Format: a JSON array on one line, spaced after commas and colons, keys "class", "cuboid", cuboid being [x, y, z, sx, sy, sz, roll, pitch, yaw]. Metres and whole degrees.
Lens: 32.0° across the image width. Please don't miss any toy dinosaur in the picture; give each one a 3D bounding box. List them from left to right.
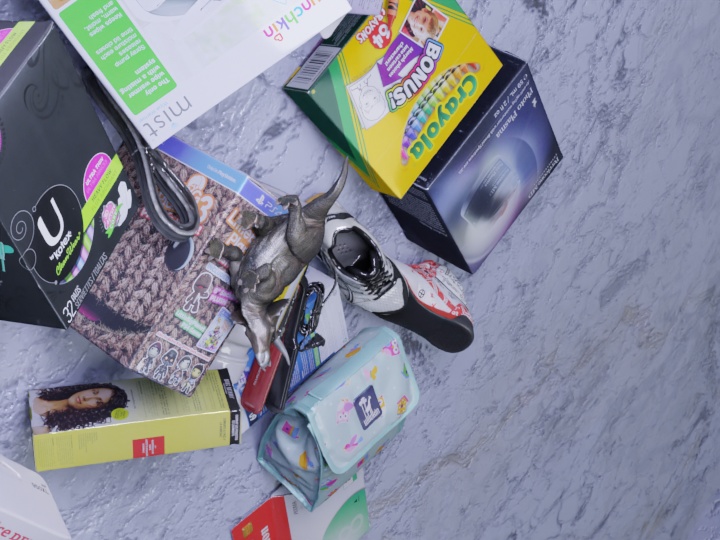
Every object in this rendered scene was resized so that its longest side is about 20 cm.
[{"class": "toy dinosaur", "cuboid": [-0.074, -0.018, 1.117, 0.200, 0.077, 0.102, -63, 157, -6]}]

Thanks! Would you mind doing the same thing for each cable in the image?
[{"class": "cable", "cuboid": [-0.185, -0.122, 1.092, 0.097, 0.200, 0.050, 17, 135, -44]}]

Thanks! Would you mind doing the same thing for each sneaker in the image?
[{"class": "sneaker", "cuboid": [0.000, 0.000, 1.436, 0.076, 0.088, 0.200, -45, 129, -1]}, {"class": "sneaker", "cuboid": [0.058, 0.018, 1.584, 0.201, 0.108, 0.067, 34, 117, -23]}]

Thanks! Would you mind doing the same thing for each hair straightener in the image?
[{"class": "hair straightener", "cuboid": [-0.072, 0.062, 1.378, 0.077, 0.041, 0.201, 10, 96, -50]}]

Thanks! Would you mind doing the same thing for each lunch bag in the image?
[{"class": "lunch bag", "cuboid": [-0.024, 0.170, 1.500, 0.170, 0.122, 0.200, -38, 160, -31]}]

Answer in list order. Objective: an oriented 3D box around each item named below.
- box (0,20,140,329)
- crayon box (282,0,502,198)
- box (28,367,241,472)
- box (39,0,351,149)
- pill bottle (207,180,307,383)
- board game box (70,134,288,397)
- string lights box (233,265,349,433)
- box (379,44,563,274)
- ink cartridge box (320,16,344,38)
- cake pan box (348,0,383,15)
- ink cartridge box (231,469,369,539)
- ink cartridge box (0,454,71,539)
[{"class": "box", "cuboid": [-0.285, -0.076, 0.984, 0.200, 0.124, 0.149, 72, 31, -46]}, {"class": "crayon box", "cuboid": [0.039, -0.210, 1.354, 0.200, 0.058, 0.173, -53, 124, -12]}, {"class": "box", "cuboid": [-0.221, 0.145, 1.230, 0.199, 0.075, 0.050, -6, 124, -17]}, {"class": "box", "cuboid": [-0.141, -0.231, 0.995, 0.200, 0.097, 0.177, -35, 120, -1]}, {"class": "pill bottle", "cuboid": [-0.123, 0.011, 1.303, 0.111, 0.111, 0.200, 17, 100, -55]}, {"class": "board game box", "cuboid": [-0.183, -0.014, 1.167, 0.200, 0.159, 0.097, -59, 145, -4]}, {"class": "string lights box", "cuboid": [-0.106, 0.093, 1.429, 0.200, 0.059, 0.103, -39, 140, -29]}, {"class": "box", "cuboid": [0.126, -0.139, 1.507, 0.200, 0.123, 0.198, -52, 146, -12]}, {"class": "ink cartridge box", "cuboid": [-0.064, -0.325, 1.177, 0.116, 0.068, 0.200, -54, 144, -9]}, {"class": "cake pan box", "cuboid": [-0.035, -0.323, 1.112, 0.184, 0.052, 0.201, -9, 122, -44]}, {"class": "ink cartridge box", "cuboid": [-0.074, 0.340, 1.658, 0.200, 0.050, 0.161, -38, 140, -33]}, {"class": "ink cartridge box", "cuboid": [-0.385, 0.256, 1.121, 0.200, 0.084, 0.145, -41, 144, 2]}]
